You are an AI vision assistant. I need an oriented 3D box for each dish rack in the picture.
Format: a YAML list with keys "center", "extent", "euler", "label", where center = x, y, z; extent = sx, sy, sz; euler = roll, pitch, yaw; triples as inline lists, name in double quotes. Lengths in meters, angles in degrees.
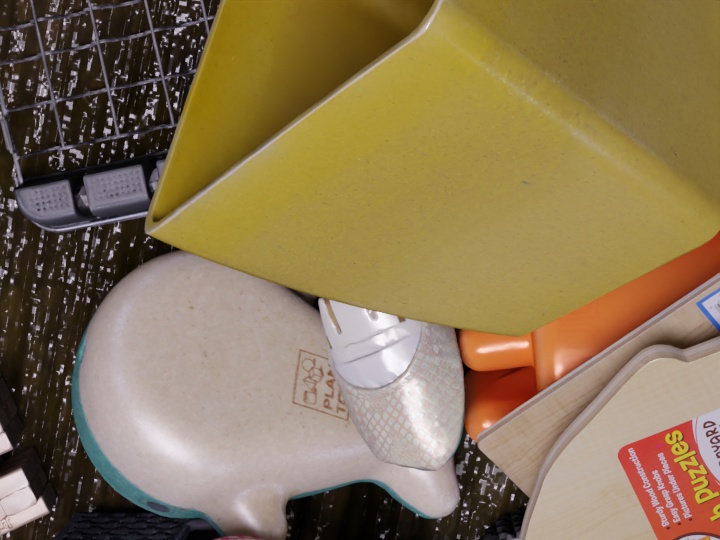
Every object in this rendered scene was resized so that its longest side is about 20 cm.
- center: [-0.115, -0.125, 0.896]
  extent: [0.153, 0.055, 0.201]
  euler: [-11, 96, 3]
  label: "dish rack"

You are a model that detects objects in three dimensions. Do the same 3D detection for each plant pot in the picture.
- center: [0.053, -0.085, 0.780]
  extent: [0.176, 0.201, 0.200]
  euler: [32, 142, -24]
  label: "plant pot"

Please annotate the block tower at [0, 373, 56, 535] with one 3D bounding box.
- center: [-0.219, 0.041, 0.924]
  extent: [0.058, 0.054, 0.201]
  euler: [-24, 98, -1]
  label: "block tower"

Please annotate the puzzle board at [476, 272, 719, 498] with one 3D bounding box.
- center: [0.174, 0.064, 0.815]
  extent: [0.200, 0.017, 0.151]
  euler: [-36, 119, 17]
  label: "puzzle board"

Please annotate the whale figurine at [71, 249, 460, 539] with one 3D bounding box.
- center: [-0.047, 0.071, 0.906]
  extent: [0.199, 0.104, 0.160]
  euler: [16, 61, -19]
  label: "whale figurine"

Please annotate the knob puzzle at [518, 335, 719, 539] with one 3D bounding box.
- center: [0.159, 0.103, 0.811]
  extent: [0.218, 0.031, 0.221]
  euler: [-2, 124, -4]
  label: "knob puzzle"

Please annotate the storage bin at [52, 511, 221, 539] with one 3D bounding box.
- center: [-0.105, 0.229, 0.905]
  extent: [0.093, 0.135, 0.201]
  euler: [0, 99, 6]
  label: "storage bin"

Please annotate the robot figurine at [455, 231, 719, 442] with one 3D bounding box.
- center: [0.146, 0.039, 0.876]
  extent: [0.199, 0.117, 0.145]
  euler: [-6, 69, 3]
  label: "robot figurine"

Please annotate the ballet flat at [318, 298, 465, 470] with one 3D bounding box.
- center: [0.000, 0.000, 0.859]
  extent: [0.067, 0.062, 0.201]
  euler: [-26, 59, 26]
  label: "ballet flat"

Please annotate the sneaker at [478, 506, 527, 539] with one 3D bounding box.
- center: [0.157, 0.167, 0.916]
  extent: [0.199, 0.070, 0.094]
  euler: [0, 93, 0]
  label: "sneaker"

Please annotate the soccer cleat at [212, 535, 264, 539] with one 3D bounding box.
- center: [-0.010, 0.155, 0.836]
  extent: [0.086, 0.200, 0.070]
  euler: [-17, 67, 28]
  label: "soccer cleat"
